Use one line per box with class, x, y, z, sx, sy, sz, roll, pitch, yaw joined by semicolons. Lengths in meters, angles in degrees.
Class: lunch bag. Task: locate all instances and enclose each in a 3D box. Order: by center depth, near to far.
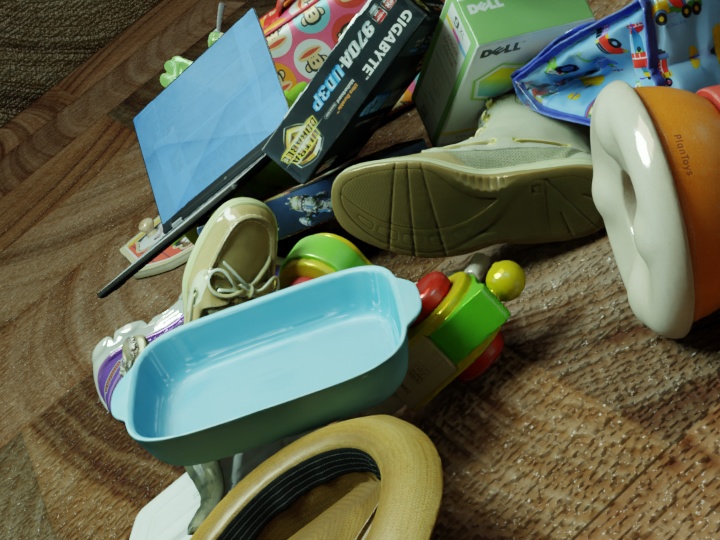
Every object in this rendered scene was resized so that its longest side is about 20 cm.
lunch bag;0.211;-0.147;0.829;0.149;0.096;0.200;-18;9;-19
lunch bag;-0.022;-0.234;1.216;0.198;0.177;0.082;-27;26;18

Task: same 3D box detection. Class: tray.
tray;-0.096;0.147;0.774;0.199;0.022;0.108;-40;20;21

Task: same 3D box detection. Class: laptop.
laptop;-0.158;-0.105;1.021;0.186;0.116;0.200;-35;9;32

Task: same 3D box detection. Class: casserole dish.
casserole dish;-0.053;0.060;0.708;0.197;0.039;0.122;-20;30;4

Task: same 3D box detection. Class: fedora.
fedora;-0.023;0.171;0.608;0.199;0.082;0.202;-31;27;18

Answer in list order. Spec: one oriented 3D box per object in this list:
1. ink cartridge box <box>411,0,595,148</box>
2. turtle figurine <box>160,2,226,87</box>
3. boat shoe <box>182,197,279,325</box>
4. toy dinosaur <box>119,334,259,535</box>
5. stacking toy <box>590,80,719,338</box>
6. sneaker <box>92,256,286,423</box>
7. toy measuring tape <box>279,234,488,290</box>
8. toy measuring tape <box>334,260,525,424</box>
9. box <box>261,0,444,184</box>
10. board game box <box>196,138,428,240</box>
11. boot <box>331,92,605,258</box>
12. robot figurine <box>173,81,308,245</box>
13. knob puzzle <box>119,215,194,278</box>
ink cartridge box;0.114;-0.178;0.907;0.102;0.060;0.201;-16;-23;-18
turtle figurine;-0.180;-0.181;1.269;0.143;0.201;0.194;-37;-8;17
boat shoe;-0.100;0.049;0.862;0.063;0.072;0.203;33;105;55
toy dinosaur;-0.102;0.094;0.780;0.088;0.048;0.200;-34;35;-7
stacking toy;0.237;-0.054;0.653;0.197;0.148;0.147;-14;26;3
sneaker;-0.128;0.064;0.978;0.199;0.081;0.084;-34;49;3
toy measuring tape;0.000;0.000;0.880;0.198;0.074;0.074;-16;31;39
toy measuring tape;0.032;0.061;0.765;0.200;0.073;0.074;-43;21;18
box;0.006;-0.157;0.955;0.160;0.046;0.200;-52;-2;16
board game box;-0.042;-0.060;1.001;0.197;0.035;0.135;-22;7;-5
boot;0.083;-0.077;0.866;0.196;0.073;0.155;-2;28;8
robot figurine;-0.106;-0.095;1.152;0.200;0.116;0.175;-49;21;-25
knob puzzle;-0.186;-0.066;1.316;0.218;0.031;0.221;-29;25;15
